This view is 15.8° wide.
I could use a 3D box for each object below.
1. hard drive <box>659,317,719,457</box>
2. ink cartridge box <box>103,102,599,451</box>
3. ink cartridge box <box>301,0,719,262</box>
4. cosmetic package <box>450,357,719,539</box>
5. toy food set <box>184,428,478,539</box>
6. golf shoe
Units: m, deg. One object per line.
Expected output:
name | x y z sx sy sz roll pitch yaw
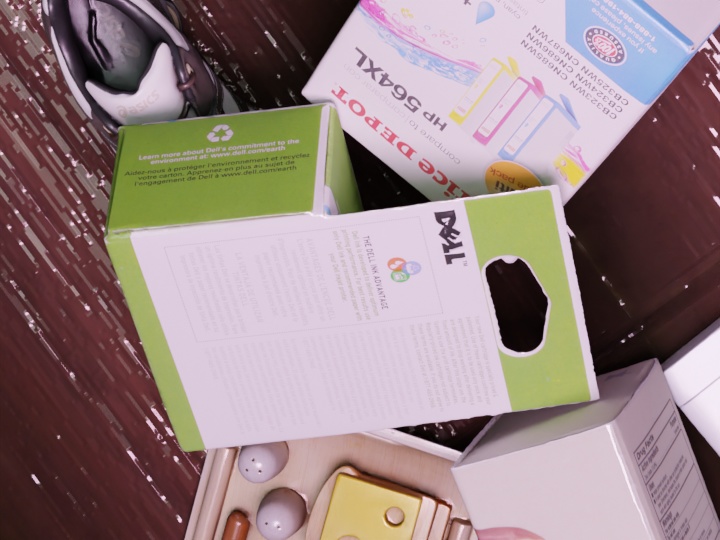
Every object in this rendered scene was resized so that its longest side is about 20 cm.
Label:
hard drive | 0.253 0.085 1.229 0.132 0.027 0.200 -40 92 13
ink cartridge box | 0.000 0.000 1.174 0.199 0.076 0.148 -7 135 9
ink cartridge box | 0.078 -0.112 1.141 0.128 0.125 0.200 39 141 2
cosmetic package | 0.126 0.157 1.212 0.087 0.103 0.201 -18 97 23
toy food set | -0.026 0.164 1.267 0.143 0.060 0.201 17 102 6
golf shoe | -0.089 -0.064 1.223 0.078 0.095 0.200 -38 93 11
